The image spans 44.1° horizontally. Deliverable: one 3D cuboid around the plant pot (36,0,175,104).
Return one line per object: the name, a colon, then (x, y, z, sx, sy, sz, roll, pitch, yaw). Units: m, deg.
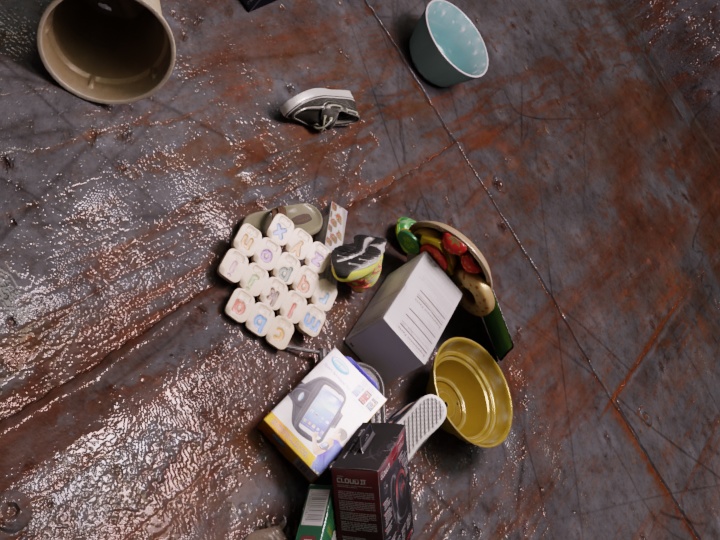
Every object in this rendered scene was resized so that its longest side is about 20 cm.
plant pot: (-0.381, -0.392, 1.362, 0.199, 0.200, 0.185, 25, 39, -32)

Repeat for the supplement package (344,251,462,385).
supplement package: (0.078, 0.082, 1.562, 0.110, 0.113, 0.201, 47, 44, -11)

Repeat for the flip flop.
flip flop: (-0.127, -0.076, 1.496, 0.199, 0.057, 0.082, -23, 83, -48)

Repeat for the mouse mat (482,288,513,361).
mouse mat: (0.252, 0.085, 1.705, 0.007, 0.200, 0.163, -18, 77, -4)

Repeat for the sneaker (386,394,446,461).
sneaker: (0.055, 0.283, 1.452, 0.199, 0.080, 0.079, -32, 81, -24)

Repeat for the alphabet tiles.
alphabet tiles: (-0.130, 0.017, 1.428, 0.199, 0.015, 0.198, 36, 62, -21)

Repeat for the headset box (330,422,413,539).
headset box: (0.020, 0.325, 1.291, 0.149, 0.074, 0.204, -43, 130, -66)

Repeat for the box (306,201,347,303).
box: (-0.059, -0.028, 1.550, 0.038, 0.041, 0.202, 30, 47, -28)

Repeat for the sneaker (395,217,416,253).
sneaker: (0.150, -0.054, 1.738, 0.198, 0.083, 0.075, 29, 49, -28)

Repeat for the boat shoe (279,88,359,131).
boat shoe: (-0.069, -0.301, 1.682, 0.199, 0.070, 0.064, -18, 77, -50)

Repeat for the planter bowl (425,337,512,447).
planter bowl: (0.176, 0.229, 1.591, 0.198, 0.083, 0.203, 23, 52, -33)

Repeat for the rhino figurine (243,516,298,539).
rhino figurine: (-0.136, 0.401, 1.198, 0.088, 0.059, 0.200, 56, 39, -6)

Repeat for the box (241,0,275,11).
box: (-0.186, -0.639, 1.677, 0.199, 0.199, 0.123, 53, 42, -4)

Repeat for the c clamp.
c clamp: (-0.038, 0.215, 1.409, 0.168, 0.027, 0.203, 4, 60, -21)

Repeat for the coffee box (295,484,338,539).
coffee box: (-0.060, 0.415, 1.233, 0.124, 0.043, 0.202, 69, 26, -46)

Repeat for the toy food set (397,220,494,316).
toy food set: (0.157, -0.009, 1.629, 0.049, 0.196, 0.201, -47, 132, -23)

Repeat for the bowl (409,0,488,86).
bowl: (0.188, -0.501, 2.031, 0.199, 0.105, 0.204, 24, 50, -33)

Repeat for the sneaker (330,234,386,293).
sneaker: (0.000, 0.000, 1.529, 0.200, 0.077, 0.092, -34, 133, -68)

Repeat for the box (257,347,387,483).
box: (-0.049, 0.211, 1.364, 0.119, 0.042, 0.200, 44, 56, 4)
